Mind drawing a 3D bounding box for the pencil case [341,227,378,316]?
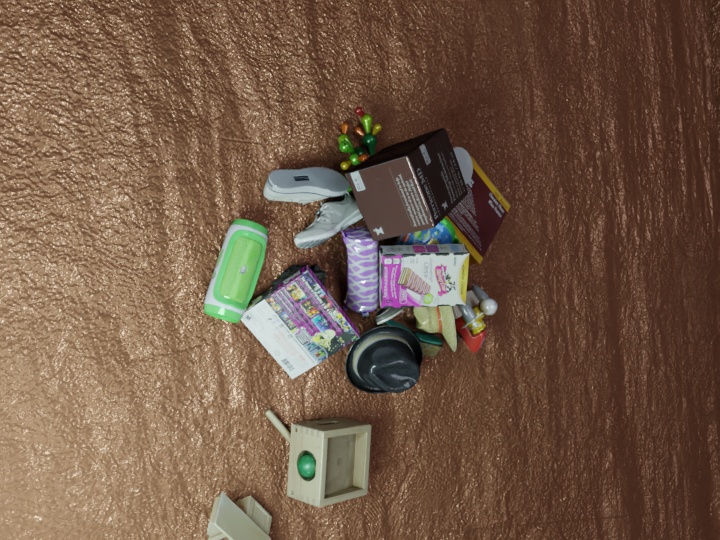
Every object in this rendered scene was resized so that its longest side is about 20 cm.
[{"bbox_3d":[0.000,0.000,1.489,0.085,0.084,0.201,-2,112,-5],"label":"pencil case"}]

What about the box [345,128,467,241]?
[{"bbox_3d":[0.107,-0.189,1.421,0.200,0.164,0.166,-44,117,-49],"label":"box"}]

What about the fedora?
[{"bbox_3d":[0.069,0.226,1.520,0.200,0.092,0.201,-8,112,-20],"label":"fedora"}]

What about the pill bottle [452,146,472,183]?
[{"bbox_3d":[0.169,-0.240,1.577,0.109,0.200,0.110,1,88,-38],"label":"pill bottle"}]

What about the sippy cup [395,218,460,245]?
[{"bbox_3d":[0.144,-0.062,1.566,0.140,0.178,0.131,52,58,-40],"label":"sippy cup"}]

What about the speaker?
[{"bbox_3d":[-0.252,0.001,1.318,0.088,0.088,0.201,25,74,-35],"label":"speaker"}]

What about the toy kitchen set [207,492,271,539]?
[{"bbox_3d":[-0.302,0.550,1.278,0.163,0.180,0.200,56,19,-26],"label":"toy kitchen set"}]

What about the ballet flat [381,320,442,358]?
[{"bbox_3d":[0.121,0.179,1.623,0.200,0.071,0.071,21,76,-34],"label":"ballet flat"}]

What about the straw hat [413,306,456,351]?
[{"bbox_3d":[0.177,0.115,1.625,0.085,0.201,0.202,-9,96,-2],"label":"straw hat"}]

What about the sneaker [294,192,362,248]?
[{"bbox_3d":[-0.081,-0.114,1.475,0.200,0.075,0.082,-33,92,-38],"label":"sneaker"}]

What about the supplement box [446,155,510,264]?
[{"bbox_3d":[0.251,-0.151,1.681,0.197,0.133,0.200,44,64,-28],"label":"supplement box"}]

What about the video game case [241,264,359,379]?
[{"bbox_3d":[-0.130,0.113,1.377,0.181,0.036,0.200,-33,114,10],"label":"video game case"}]

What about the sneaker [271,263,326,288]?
[{"bbox_3d":[-0.097,0.062,1.443,0.114,0.076,0.200,-49,112,-21],"label":"sneaker"}]

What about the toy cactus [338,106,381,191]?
[{"bbox_3d":[0.017,-0.272,1.537,0.165,0.102,0.201,27,62,-45],"label":"toy cactus"}]

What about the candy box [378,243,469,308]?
[{"bbox_3d":[0.143,0.012,1.483,0.199,0.061,0.137,-3,116,-4],"label":"candy box"}]

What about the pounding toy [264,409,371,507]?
[{"bbox_3d":[-0.095,0.399,1.419,0.200,0.142,0.185,7,85,-48],"label":"pounding toy"}]

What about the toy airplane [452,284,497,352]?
[{"bbox_3d":[0.287,0.088,1.697,0.199,0.141,0.200,53,37,-42],"label":"toy airplane"}]

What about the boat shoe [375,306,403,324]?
[{"bbox_3d":[0.083,0.074,1.576,0.200,0.067,0.057,-30,90,-54],"label":"boat shoe"}]

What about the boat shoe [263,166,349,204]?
[{"bbox_3d":[-0.121,-0.181,1.435,0.200,0.070,0.071,-7,64,-34],"label":"boat shoe"}]
